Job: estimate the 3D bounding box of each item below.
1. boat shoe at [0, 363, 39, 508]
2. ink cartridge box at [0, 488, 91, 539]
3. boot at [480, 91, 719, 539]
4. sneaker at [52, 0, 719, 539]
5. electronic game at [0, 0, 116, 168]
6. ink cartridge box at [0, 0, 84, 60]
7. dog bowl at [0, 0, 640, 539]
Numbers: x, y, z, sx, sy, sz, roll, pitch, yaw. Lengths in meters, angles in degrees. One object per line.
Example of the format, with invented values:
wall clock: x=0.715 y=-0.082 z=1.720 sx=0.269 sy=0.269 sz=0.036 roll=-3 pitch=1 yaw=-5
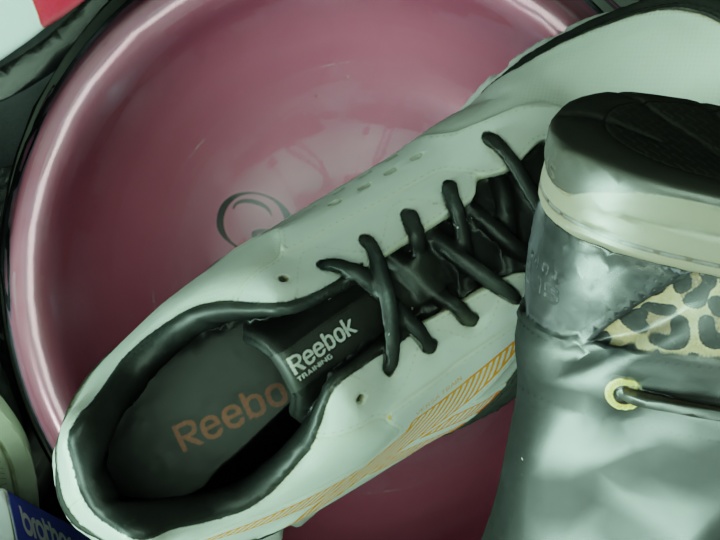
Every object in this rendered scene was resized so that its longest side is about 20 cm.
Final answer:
boat shoe: x=-0.123 y=0.016 z=0.754 sx=0.072 sy=0.068 sz=0.200 roll=-4 pitch=137 yaw=7
ink cartridge box: x=-0.163 y=0.113 z=0.771 sx=0.199 sy=0.094 sz=0.044 roll=-16 pitch=69 yaw=12
boot: x=0.116 y=0.058 z=0.624 sx=0.199 sy=0.073 sz=0.151 roll=17 pitch=113 yaw=0
sneaker: x=0.016 y=0.007 z=0.654 sx=0.200 sy=0.080 sz=0.074 roll=-37 pitch=86 yaw=3
electronic game: x=-0.130 y=-0.121 z=0.778 sx=0.199 sy=0.042 sz=0.201 roll=-1 pitch=98 yaw=-6
ink cartridge box: x=-0.107 y=-0.164 z=0.643 sx=0.145 sy=0.145 sz=0.200 roll=-28 pitch=113 yaw=39
dog bowl: x=0.000 y=0.000 z=0.731 sx=0.199 sy=0.074 sz=0.201 roll=0 pitch=91 yaw=5
